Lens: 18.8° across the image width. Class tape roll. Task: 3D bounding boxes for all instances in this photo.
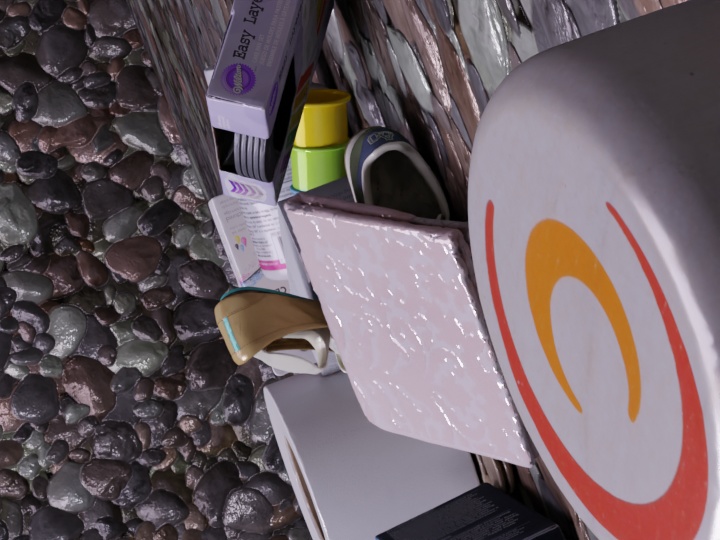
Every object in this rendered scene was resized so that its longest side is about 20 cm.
[{"bbox_3d":[0.014,0.170,1.891,0.203,0.139,0.203,160,90,-83],"label":"tape roll"}]

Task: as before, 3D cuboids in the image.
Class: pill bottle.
[{"bbox_3d":[-0.065,-0.102,1.965,0.113,0.113,0.200,-143,34,-77],"label":"pill bottle"}]

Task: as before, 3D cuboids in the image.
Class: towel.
[{"bbox_3d":[0.040,0.041,1.583,0.191,0.032,0.200,11,128,48],"label":"towel"}]

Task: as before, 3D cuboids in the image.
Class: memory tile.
[{"bbox_3d":[0.097,0.137,1.803,0.200,0.017,0.153,79,168,-49],"label":"memory tile"}]

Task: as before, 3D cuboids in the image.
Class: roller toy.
[{"bbox_3d":[0.131,-0.001,0.702,0.182,0.140,0.200,9,117,69],"label":"roller toy"}]

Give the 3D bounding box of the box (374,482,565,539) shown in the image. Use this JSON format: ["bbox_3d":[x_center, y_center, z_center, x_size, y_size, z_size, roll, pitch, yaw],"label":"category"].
[{"bbox_3d":[0.104,0.263,1.671,0.200,0.107,0.149,-165,51,-78],"label":"box"}]

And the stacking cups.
[{"bbox_3d":[-0.030,-0.054,1.885,0.061,0.060,0.200,-131,35,-70],"label":"stacking cups"}]

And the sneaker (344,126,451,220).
[{"bbox_3d":[0.040,-0.012,1.612,0.090,0.067,0.200,-178,67,-82],"label":"sneaker"}]

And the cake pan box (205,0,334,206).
[{"bbox_3d":[-0.067,-0.168,1.663,0.184,0.052,0.200,85,-161,-67],"label":"cake pan box"}]

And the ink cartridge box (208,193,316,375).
[{"bbox_3d":[-0.070,0.000,2.271,0.067,0.116,0.200,171,78,-82],"label":"ink cartridge box"}]

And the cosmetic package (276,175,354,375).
[{"bbox_3d":[0.000,0.000,1.781,0.200,0.113,0.081,88,160,-63],"label":"cosmetic package"}]

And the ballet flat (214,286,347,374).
[{"bbox_3d":[-0.027,0.052,1.694,0.069,0.200,0.063,-38,59,45],"label":"ballet flat"}]
